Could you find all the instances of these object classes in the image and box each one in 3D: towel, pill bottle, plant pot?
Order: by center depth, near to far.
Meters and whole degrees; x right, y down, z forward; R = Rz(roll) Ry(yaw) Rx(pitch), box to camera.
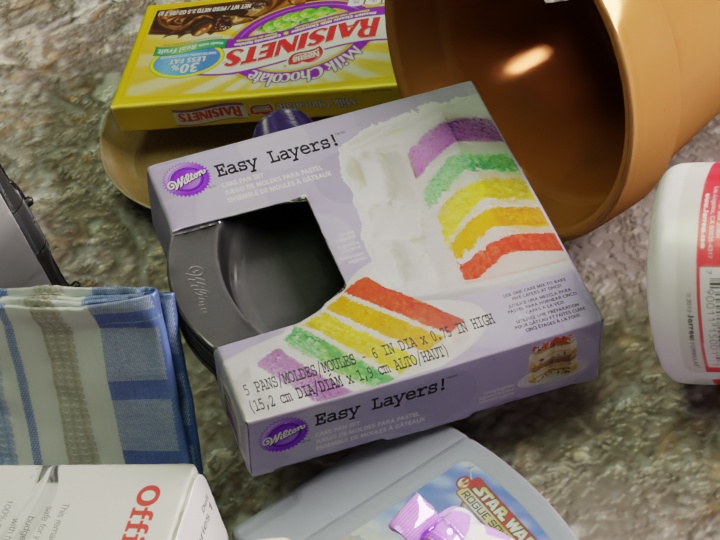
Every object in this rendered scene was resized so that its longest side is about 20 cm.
[{"bbox_3d":[0.248,0.001,1.010,0.199,0.113,0.113,0,45,20],"label":"pill bottle"},{"bbox_3d":[-0.177,0.078,1.070,0.199,0.148,0.024,-2,17,21],"label":"towel"},{"bbox_3d":[0.128,-0.134,1.153,0.140,0.201,0.200,-26,40,-31],"label":"plant pot"},{"bbox_3d":[-0.065,-0.095,1.293,0.199,0.028,0.201,-11,43,11],"label":"plant pot"}]

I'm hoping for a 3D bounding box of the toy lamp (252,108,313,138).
[{"bbox_3d":[-0.019,-0.012,1.147,0.058,0.058,0.200,-21,51,-2],"label":"toy lamp"}]

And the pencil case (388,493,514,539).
[{"bbox_3d":[0.092,0.179,0.869,0.200,0.086,0.084,31,62,22],"label":"pencil case"}]

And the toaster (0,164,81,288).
[{"bbox_3d":[-0.261,-0.028,1.188,0.119,0.181,0.200,-39,44,-16],"label":"toaster"}]

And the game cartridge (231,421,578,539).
[{"bbox_3d":[0.038,0.153,0.990,0.133,0.042,0.200,-35,44,-10],"label":"game cartridge"}]

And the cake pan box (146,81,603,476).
[{"bbox_3d":[0.000,0.000,1.070,0.199,0.052,0.185,-15,49,-11],"label":"cake pan box"}]

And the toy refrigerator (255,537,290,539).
[{"bbox_3d":[-0.018,0.213,0.866,0.070,0.076,0.200,1,43,-46],"label":"toy refrigerator"}]

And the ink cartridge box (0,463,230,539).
[{"bbox_3d":[-0.174,0.174,1.009,0.199,0.085,0.146,-1,46,19],"label":"ink cartridge box"}]

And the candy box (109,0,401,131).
[{"bbox_3d":[-0.051,-0.135,1.291,0.199,0.026,0.103,-3,48,18],"label":"candy box"}]
